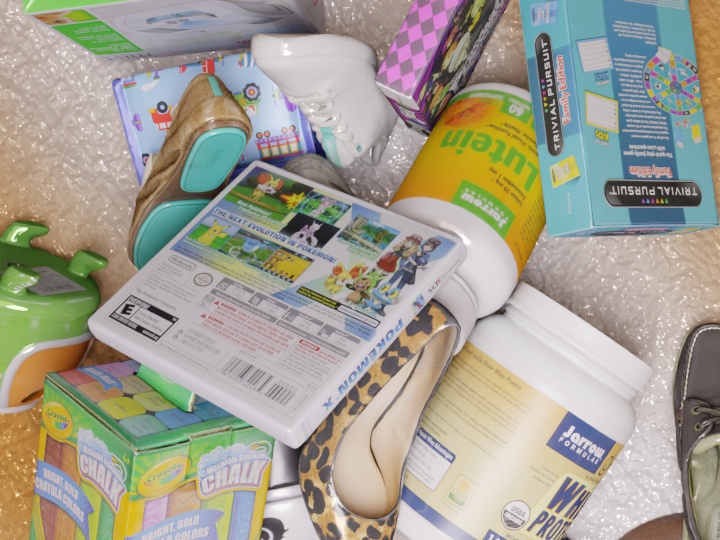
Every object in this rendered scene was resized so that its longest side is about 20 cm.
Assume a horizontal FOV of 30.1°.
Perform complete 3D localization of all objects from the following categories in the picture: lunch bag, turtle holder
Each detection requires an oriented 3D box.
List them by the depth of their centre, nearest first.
[{"bbox_3d":[-0.306,0.034,1.087,0.184,0.141,0.132,16,106,2],"label":"turtle holder"},{"bbox_3d":[-0.101,-0.071,1.095,0.150,0.094,0.201,-10,97,7],"label":"lunch bag"}]

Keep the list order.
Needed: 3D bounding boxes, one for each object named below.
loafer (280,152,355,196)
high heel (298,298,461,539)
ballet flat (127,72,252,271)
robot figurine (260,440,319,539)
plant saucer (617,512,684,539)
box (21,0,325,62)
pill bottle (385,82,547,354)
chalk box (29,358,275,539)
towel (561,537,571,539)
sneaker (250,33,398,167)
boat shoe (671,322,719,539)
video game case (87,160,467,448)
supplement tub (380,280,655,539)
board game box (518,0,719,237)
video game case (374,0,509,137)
[{"bbox_3d":[0.000,0.000,1.041,0.070,0.070,0.200,-36,109,3],"label":"loafer"},{"bbox_3d":[0.022,0.120,0.902,0.142,0.071,0.201,-19,72,53],"label":"high heel"},{"bbox_3d":[-0.135,-0.076,1.013,0.067,0.200,0.073,-3,59,-25],"label":"ballet flat"},{"bbox_3d":[-0.073,0.121,1.040,0.124,0.150,0.201,-11,87,1],"label":"robot figurine"},{"bbox_3d":[0.263,0.287,1.023,0.199,0.034,0.202,-1,85,10],"label":"plant saucer"},{"bbox_3d":[-0.143,-0.238,1.057,0.199,0.176,0.097,-5,85,9],"label":"box"},{"bbox_3d":[0.077,-0.036,0.994,0.111,0.111,0.200,23,56,10],"label":"pill bottle"},{"bbox_3d":[-0.146,0.136,0.943,0.124,0.123,0.201,27,116,43],"label":"chalk box"},{"bbox_3d":[0.109,0.294,1.008,0.049,0.112,0.200,44,94,-1],"label":"towel"},{"bbox_3d":[-0.019,-0.125,1.017,0.075,0.200,0.089,7,88,27],"label":"sneaker"},{"bbox_3d":[0.271,0.133,1.001,0.071,0.066,0.202,2,74,8],"label":"boat shoe"},{"bbox_3d":[-0.058,0.013,0.904,0.199,0.022,0.182,23,58,37],"label":"video game case"},{"bbox_3d":[0.115,0.123,1.003,0.144,0.144,0.201,34,92,10],"label":"supplement tub"},{"bbox_3d":[0.195,-0.128,1.009,0.047,0.150,0.201,-12,82,50],"label":"board game box"},{"bbox_3d":[0.081,-0.206,1.014,0.036,0.181,0.201,28,90,10],"label":"video game case"}]
